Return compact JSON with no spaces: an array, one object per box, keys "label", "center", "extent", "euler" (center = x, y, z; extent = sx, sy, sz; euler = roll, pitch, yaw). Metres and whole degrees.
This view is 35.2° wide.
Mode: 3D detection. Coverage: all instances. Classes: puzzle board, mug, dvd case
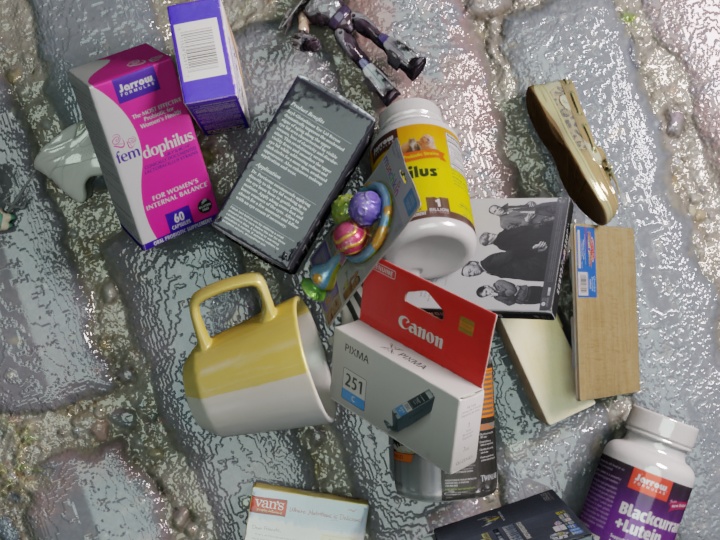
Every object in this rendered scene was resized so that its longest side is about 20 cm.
[{"label":"puzzle board","center":[0.286,0.047,1.339],"extent":[0.017,0.150,0.202],"euler":[-4,87,40]},{"label":"mug","center":[-0.127,0.106,1.321],"extent":[0.152,0.149,0.188],"euler":[-17,84,7]},{"label":"dvd case","center":[0.138,-0.016,1.313],"extent":[0.198,0.025,0.151],"euler":[1,61,26]}]

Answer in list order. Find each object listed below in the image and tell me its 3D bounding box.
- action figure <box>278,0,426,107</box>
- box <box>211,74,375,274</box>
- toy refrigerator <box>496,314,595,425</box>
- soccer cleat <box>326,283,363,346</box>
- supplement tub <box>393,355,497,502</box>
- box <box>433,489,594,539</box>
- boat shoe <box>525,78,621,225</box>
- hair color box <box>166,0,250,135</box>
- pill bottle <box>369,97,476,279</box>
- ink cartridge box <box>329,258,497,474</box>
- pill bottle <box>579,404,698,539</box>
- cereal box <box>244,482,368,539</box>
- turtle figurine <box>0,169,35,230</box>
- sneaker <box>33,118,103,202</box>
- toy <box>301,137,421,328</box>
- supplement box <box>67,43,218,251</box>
[{"label":"action figure","center":[-0.013,-0.294,1.368],"extent":[0.200,0.069,0.130],"euler":[43,97,4]},{"label":"box","center":[-0.074,-0.106,1.320],"extent":[0.104,0.148,0.201],"euler":[30,86,0]},{"label":"toy refrigerator","center":[0.207,0.076,1.356],"extent":[0.069,0.076,0.201],"euler":[-24,88,-2]},{"label":"soccer cleat","center":[0.000,0.000,1.359],"extent":[0.084,0.068,0.202],"euler":[-4,79,27]},{"label":"supplement tub","center":[0.097,0.162,1.327],"extent":[0.121,0.123,0.202],"euler":[-2,87,-1]},{"label":"box","center":[0.172,0.316,1.284],"extent":[0.156,0.200,0.051],"euler":[-19,93,-1]},{"label":"boat shoe","center":[0.262,-0.147,1.343],"extent":[0.062,0.073,0.201],"euler":[-19,66,-8]},{"label":"hair color box","center":[-0.169,-0.227,1.294],"extent":[0.064,0.200,0.110],"euler":[-10,88,-3]},{"label":"pill bottle","center":[0.069,-0.099,1.312],"extent":[0.108,0.110,0.201],"euler":[-6,57,-2]},{"label":"ink cartridge box","center":[0.051,0.097,1.235],"extent":[0.044,0.199,0.178],"euler":[-15,120,-41]},{"label":"pill bottle","center":[0.326,0.266,1.333],"extent":[0.111,0.111,0.202],"euler":[20,88,-1]},{"label":"cereal box","center":[-0.074,0.365,1.356],"extent":[0.142,0.040,0.202],"euler":[10,87,-1]},{"label":"turtle figurine","center":[-0.494,-0.090,1.337],"extent":[0.200,0.101,0.150],"euler":[-40,89,3]},{"label":"sneaker","center":[-0.289,-0.160,1.360],"extent":[0.200,0.078,0.099],"euler":[-41,97,5]},{"label":"toy","center":[-0.013,-0.044,1.269],"extent":[0.047,0.116,0.201],"euler":[13,129,-28]},{"label":"supplement box","center":[-0.245,-0.141,1.289],"extent":[0.101,0.103,0.201],"euler":[-24,117,-18]}]
